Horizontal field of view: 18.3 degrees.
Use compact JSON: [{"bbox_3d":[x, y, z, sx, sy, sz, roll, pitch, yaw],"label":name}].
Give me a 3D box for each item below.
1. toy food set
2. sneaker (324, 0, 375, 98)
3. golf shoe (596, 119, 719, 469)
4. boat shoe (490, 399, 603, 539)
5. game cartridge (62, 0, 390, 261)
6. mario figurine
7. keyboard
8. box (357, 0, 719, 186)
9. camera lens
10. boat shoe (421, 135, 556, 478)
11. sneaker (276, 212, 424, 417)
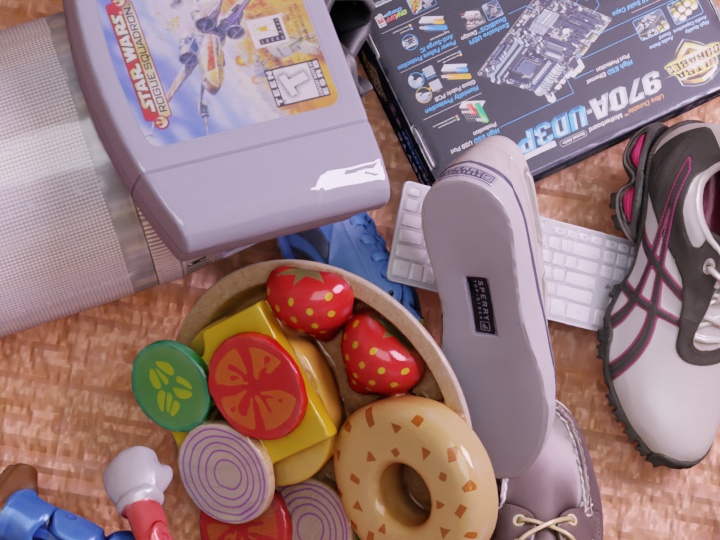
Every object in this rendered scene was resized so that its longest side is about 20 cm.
[{"bbox_3d":[-0.027,0.092,1.223,0.198,0.049,0.200,-28,93,35],"label":"toy food set"},{"bbox_3d":[-0.031,-0.158,1.266,0.084,0.074,0.200,-11,59,15],"label":"sneaker"},{"bbox_3d":[0.185,0.015,1.263,0.077,0.088,0.200,-1,92,-29],"label":"golf shoe"},{"bbox_3d":[0.103,0.168,1.264,0.072,0.060,0.200,4,82,-3],"label":"boat shoe"},{"bbox_3d":[-0.078,-0.109,1.150,0.133,0.042,0.200,-14,74,-24],"label":"game cartridge"},{"bbox_3d":[-0.113,0.177,1.242,0.200,0.124,0.106,22,54,10],"label":"mario figurine"},{"bbox_3d":[0.105,-0.001,1.273,0.200,0.011,0.056,14,78,-26],"label":"keyboard"},{"bbox_3d":[0.104,-0.140,1.313,0.200,0.046,0.159,-26,85,-7],"label":"box"},{"bbox_3d":[-0.171,-0.056,1.225,0.200,0.160,0.160,-19,84,-6],"label":"camera lens"},{"bbox_3d":[0.075,0.019,1.216,0.071,0.070,0.200,6,125,25],"label":"boat shoe"},{"bbox_3d":[0.000,0.000,1.263,0.078,0.066,0.200,-13,86,29],"label":"sneaker"}]
